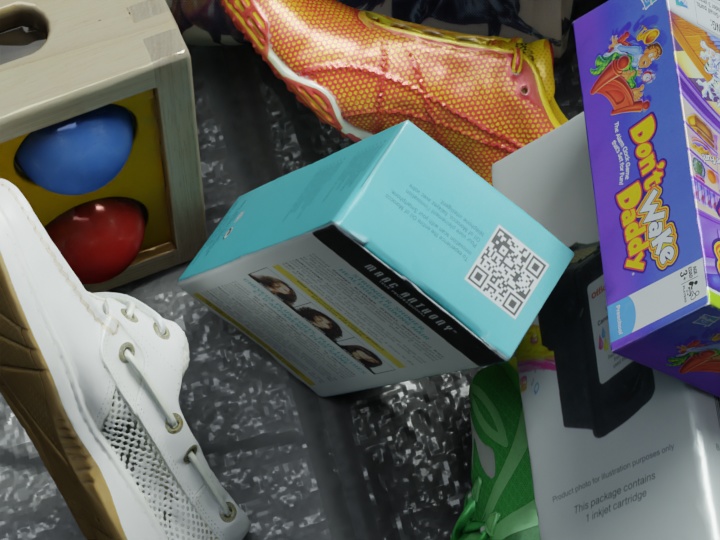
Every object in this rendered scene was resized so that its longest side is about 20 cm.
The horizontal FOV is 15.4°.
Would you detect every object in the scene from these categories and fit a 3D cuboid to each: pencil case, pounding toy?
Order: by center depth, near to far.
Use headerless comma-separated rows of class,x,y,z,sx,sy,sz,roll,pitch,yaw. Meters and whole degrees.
pounding toy,-0.166,-0.027,1.088,0.199,0.184,0.143,-21,63,-11
pencil case,0.004,-0.132,1.152,0.199,0.090,0.078,1,110,6

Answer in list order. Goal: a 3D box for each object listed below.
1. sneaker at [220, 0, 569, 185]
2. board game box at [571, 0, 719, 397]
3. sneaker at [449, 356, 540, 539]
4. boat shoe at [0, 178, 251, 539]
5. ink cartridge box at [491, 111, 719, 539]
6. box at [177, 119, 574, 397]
sneaker,0.035,-0.076,1.096,0.199,0.073,0.077,29,105,-10
board game box,0.166,-0.010,0.973,0.045,0.199,0.135,-29,53,38
sneaker,0.051,0.125,1.030,0.083,0.074,0.201,-2,65,3
boat shoe,-0.101,0.039,1.045,0.069,0.201,0.071,-35,32,-20
ink cartridge box,0.136,0.048,1.008,0.083,0.145,0.201,-29,56,38
box,0.000,0.000,1.020,0.082,0.200,0.049,38,73,-13
